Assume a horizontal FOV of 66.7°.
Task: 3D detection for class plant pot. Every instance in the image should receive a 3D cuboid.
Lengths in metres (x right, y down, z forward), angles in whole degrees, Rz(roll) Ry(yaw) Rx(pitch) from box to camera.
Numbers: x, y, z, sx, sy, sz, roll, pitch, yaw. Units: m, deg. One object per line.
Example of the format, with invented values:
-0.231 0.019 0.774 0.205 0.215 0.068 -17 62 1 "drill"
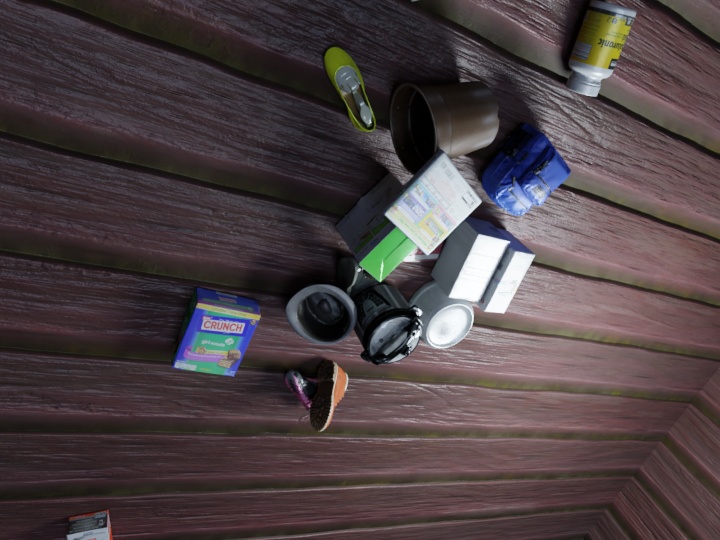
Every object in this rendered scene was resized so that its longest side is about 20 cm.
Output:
0.197 -0.338 1.254 0.195 0.200 0.203 -17 127 -22 "plant pot"

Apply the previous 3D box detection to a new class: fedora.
-0.102 0.100 1.451 0.177 0.091 0.199 -42 115 16 "fedora"

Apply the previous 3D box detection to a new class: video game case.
0.163 -0.146 1.228 0.182 0.022 0.199 -45 136 8 "video game case"

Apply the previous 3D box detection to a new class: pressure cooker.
0.075 0.153 1.505 0.175 0.201 0.179 -4 124 -20 "pressure cooker"

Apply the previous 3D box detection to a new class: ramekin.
0.244 0.136 1.630 0.196 0.105 0.203 -12 126 -17 "ramekin"

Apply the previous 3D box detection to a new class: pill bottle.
0.577 -0.539 1.333 0.109 0.112 0.203 -1 122 -23 "pill bottle"

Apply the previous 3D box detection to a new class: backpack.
0.423 -0.248 1.423 0.200 0.169 0.162 -45 121 14 "backpack"

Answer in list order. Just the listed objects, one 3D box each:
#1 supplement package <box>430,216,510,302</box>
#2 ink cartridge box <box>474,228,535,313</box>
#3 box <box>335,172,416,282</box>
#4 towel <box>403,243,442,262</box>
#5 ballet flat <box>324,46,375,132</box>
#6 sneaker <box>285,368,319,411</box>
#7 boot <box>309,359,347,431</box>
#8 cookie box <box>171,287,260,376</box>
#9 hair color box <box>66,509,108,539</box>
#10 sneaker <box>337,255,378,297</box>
0.305 -0.033 1.535 0.118 0.122 0.203 9 118 -27 "supplement package"
0.391 0.000 1.580 0.083 0.145 0.203 8 118 -28 "ink cartridge box"
0.059 -0.110 1.339 0.200 0.177 0.096 -44 130 8 "box"
0.175 -0.115 1.489 0.141 0.023 0.203 -4 124 -24 "towel"
-0.014 -0.389 1.194 0.066 0.067 0.201 -30 128 -1 "ballet flat"
-0.150 0.345 1.624 0.095 0.078 0.202 -46 131 -21 "sneaker"
-0.085 0.377 1.606 0.074 0.203 0.107 -2 151 31 "boot"
-0.369 0.159 1.389 0.169 0.075 0.202 15 113 -30 "cookie box"
-0.802 0.814 1.632 0.109 0.064 0.203 -3 123 -21 "hair color box"
0.000 0.000 1.424 0.105 0.076 0.201 -23 164 -17 "sneaker"
